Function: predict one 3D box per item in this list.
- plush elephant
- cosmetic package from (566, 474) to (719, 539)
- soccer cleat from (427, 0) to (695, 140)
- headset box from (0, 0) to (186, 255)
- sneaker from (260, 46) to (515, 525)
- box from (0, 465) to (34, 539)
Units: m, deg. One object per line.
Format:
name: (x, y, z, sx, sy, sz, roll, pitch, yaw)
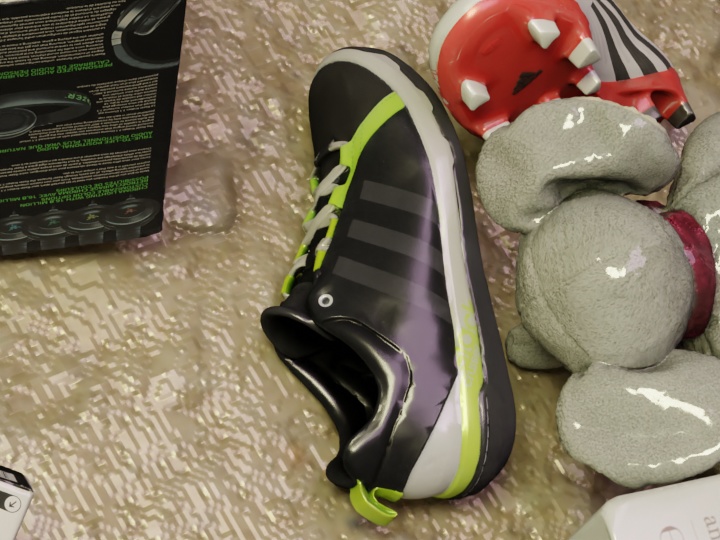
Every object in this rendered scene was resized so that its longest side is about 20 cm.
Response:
plush elephant: (0.123, 0.011, 0.982, 0.155, 0.200, 0.165, -5, 72, -8)
cosmetic package: (0.172, 0.162, 0.886, 0.200, 0.166, 0.168, -11, 69, -20)
soccer cleat: (0.072, -0.093, 1.026, 0.085, 0.069, 0.200, 55, 20, 23)
headset box: (-0.126, -0.119, 0.905, 0.093, 0.200, 0.174, -8, 65, -12)
sneaker: (0.000, 0.000, 0.972, 0.083, 0.072, 0.200, -5, 65, -25)
box: (-0.219, 0.084, 0.805, 0.200, 0.035, 0.110, 23, 90, -14)
